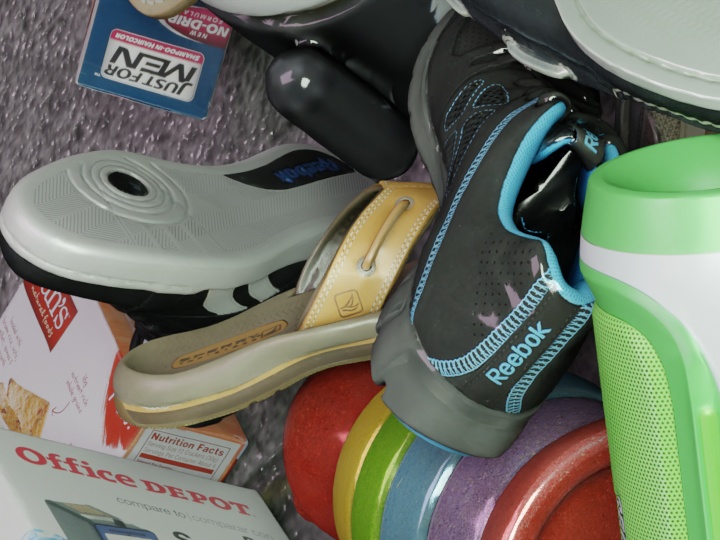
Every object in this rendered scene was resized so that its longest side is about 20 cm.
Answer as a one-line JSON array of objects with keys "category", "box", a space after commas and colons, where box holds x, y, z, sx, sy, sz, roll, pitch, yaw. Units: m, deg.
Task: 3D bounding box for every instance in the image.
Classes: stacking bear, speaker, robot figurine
[{"category": "stacking bear", "box": [0.041, 0.079, 0.963, 0.200, 0.113, 0.122, 23, 94, 59]}, {"category": "speaker", "box": [0.113, 0.066, 0.806, 0.088, 0.088, 0.202, 13, 115, 55]}, {"category": "robot figurine", "box": [0.005, -0.127, 1.008, 0.125, 0.200, 0.151, -41, 57, 12]}]

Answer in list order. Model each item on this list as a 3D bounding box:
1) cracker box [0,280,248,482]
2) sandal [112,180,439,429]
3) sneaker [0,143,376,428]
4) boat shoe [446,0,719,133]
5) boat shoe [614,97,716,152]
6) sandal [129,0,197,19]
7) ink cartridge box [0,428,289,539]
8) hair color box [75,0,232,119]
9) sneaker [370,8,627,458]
[{"category": "cracker box", "box": [-0.140, 0.099, 1.237, 0.201, 0.057, 0.134, -55, 39, 22]}, {"category": "sandal", "box": [0.000, 0.000, 0.998, 0.080, 0.199, 0.054, -89, -21, -78]}, {"category": "sneaker", "box": [-0.074, 0.017, 1.079, 0.073, 0.199, 0.112, 43, 118, 27]}, {"category": "boat shoe", "box": [0.080, -0.088, 0.858, 0.075, 0.060, 0.200, -36, 44, -8]}, {"category": "boat shoe", "box": [0.110, -0.099, 0.920, 0.065, 0.072, 0.202, 14, 114, 38]}, {"category": "sandal", "box": [-0.055, -0.196, 1.055, 0.212, 0.069, 0.078, -55, 52, 18]}, {"category": "ink cartridge box", "box": [-0.075, 0.156, 1.049, 0.088, 0.145, 0.200, -60, 37, 16]}, {"category": "hair color box", "box": [-0.064, -0.176, 1.173, 0.100, 0.060, 0.201, -89, 15, -66]}, {"category": "sneaker", "box": [0.059, -0.032, 0.900, 0.082, 0.073, 0.201, -47, 25, 40]}]
